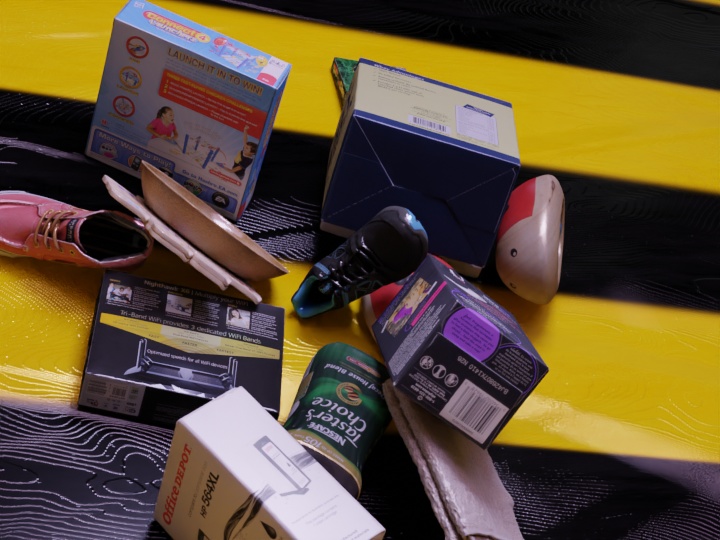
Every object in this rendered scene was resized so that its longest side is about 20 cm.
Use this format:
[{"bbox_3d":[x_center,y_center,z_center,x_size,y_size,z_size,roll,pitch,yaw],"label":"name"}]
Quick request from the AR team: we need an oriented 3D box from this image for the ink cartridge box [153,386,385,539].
[{"bbox_3d":[-0.088,0.228,1.477,0.200,0.147,0.084,41,45,24],"label":"ink cartridge box"}]

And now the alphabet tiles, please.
[{"bbox_3d":[-0.192,-0.031,1.728,0.195,0.015,0.200,37,1,-18],"label":"alphabet tiles"}]

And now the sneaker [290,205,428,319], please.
[{"bbox_3d":[0.000,0.000,1.750,0.073,0.200,0.082,52,50,1],"label":"sneaker"}]

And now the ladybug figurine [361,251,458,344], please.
[{"bbox_3d":[0.074,0.043,1.816,0.135,0.072,0.201,-4,45,-27],"label":"ladybug figurine"}]

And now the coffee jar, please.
[{"bbox_3d":[-0.033,0.167,1.615,0.104,0.086,0.200,31,40,-3],"label":"coffee jar"}]

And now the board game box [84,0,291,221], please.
[{"bbox_3d":[-0.198,-0.181,1.853,0.199,0.197,0.056,24,39,3],"label":"board game box"}]

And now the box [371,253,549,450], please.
[{"bbox_3d":[0.096,0.078,1.639,0.122,0.106,0.200,36,8,-12],"label":"box"}]

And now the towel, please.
[{"bbox_3d":[0.096,0.199,1.619,0.132,0.034,0.201,27,32,-53],"label":"towel"}]

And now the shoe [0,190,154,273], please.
[{"bbox_3d":[-0.315,-0.044,1.713,0.199,0.091,0.072,13,80,-14],"label":"shoe"}]

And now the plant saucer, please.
[{"bbox_3d":[-0.167,-0.045,1.769,0.200,0.036,0.200,38,1,-1],"label":"plant saucer"}]

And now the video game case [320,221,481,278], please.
[{"bbox_3d":[0.059,-0.083,1.991,0.199,0.024,0.183,17,40,-5],"label":"video game case"}]

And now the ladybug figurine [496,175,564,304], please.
[{"bbox_3d":[0.200,-0.038,1.915,0.071,0.137,0.200,2,25,10],"label":"ladybug figurine"}]

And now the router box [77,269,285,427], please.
[{"bbox_3d":[-0.179,0.087,1.669,0.198,0.052,0.158,13,40,-10],"label":"router box"}]

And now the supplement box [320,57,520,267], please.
[{"bbox_3d":[0.069,-0.128,1.890,0.199,0.135,0.200,16,25,-5],"label":"supplement box"}]

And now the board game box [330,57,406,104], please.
[{"bbox_3d":[0.029,-0.212,2.107,0.104,0.024,0.201,4,35,-17],"label":"board game box"}]
